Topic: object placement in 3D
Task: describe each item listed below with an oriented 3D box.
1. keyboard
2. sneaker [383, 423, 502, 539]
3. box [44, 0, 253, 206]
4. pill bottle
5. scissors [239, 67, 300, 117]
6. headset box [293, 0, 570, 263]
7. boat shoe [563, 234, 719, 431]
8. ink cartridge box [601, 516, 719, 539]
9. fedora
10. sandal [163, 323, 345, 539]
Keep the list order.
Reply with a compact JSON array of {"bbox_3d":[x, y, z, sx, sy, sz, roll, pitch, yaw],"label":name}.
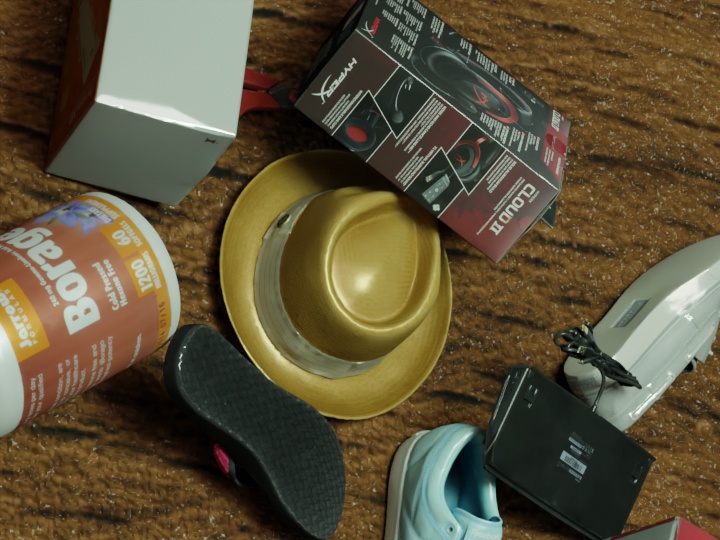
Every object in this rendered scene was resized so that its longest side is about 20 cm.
[{"bbox_3d":[0.152,0.109,1.835,0.200,0.021,0.127,37,76,-51],"label":"keyboard"},{"bbox_3d":[0.058,0.197,1.769,0.074,0.082,0.201,9,68,-30],"label":"sneaker"},{"bbox_3d":[-0.134,-0.164,1.736,0.097,0.124,0.201,14,65,-18],"label":"box"},{"bbox_3d":[-0.217,0.037,1.623,0.200,0.112,0.112,-30,91,-37],"label":"pill bottle"},{"bbox_3d":[-0.057,-0.116,1.849,0.199,0.014,0.073,20,61,-28],"label":"scissors"},{"bbox_3d":[0.062,-0.102,1.826,0.200,0.075,0.149,37,22,-9],"label":"headset box"},{"bbox_3d":[0.230,0.046,1.950,0.200,0.072,0.069,-45,115,-39],"label":"boat shoe"},{"bbox_3d":[0.244,0.263,1.829,0.200,0.147,0.083,31,60,-20],"label":"ink cartridge box"},{"bbox_3d":[0.000,0.000,1.799,0.200,0.082,0.201,12,67,-31],"label":"fedora"},{"bbox_3d":[-0.073,0.104,1.723,0.200,0.045,0.075,48,48,-36],"label":"sandal"}]
